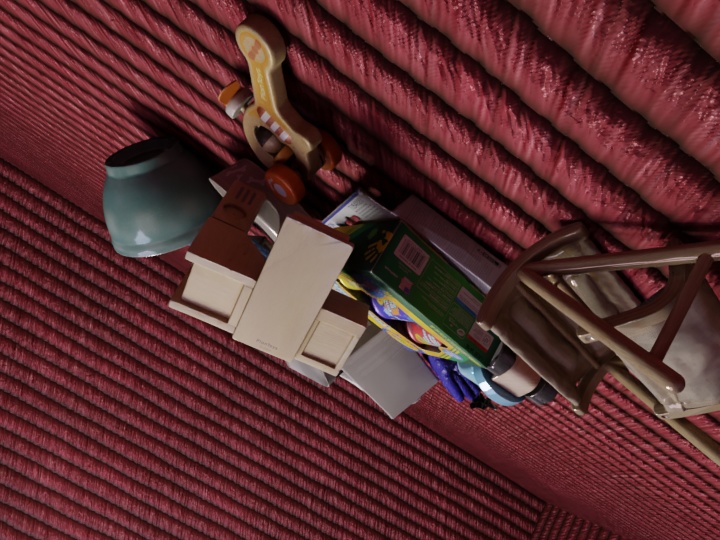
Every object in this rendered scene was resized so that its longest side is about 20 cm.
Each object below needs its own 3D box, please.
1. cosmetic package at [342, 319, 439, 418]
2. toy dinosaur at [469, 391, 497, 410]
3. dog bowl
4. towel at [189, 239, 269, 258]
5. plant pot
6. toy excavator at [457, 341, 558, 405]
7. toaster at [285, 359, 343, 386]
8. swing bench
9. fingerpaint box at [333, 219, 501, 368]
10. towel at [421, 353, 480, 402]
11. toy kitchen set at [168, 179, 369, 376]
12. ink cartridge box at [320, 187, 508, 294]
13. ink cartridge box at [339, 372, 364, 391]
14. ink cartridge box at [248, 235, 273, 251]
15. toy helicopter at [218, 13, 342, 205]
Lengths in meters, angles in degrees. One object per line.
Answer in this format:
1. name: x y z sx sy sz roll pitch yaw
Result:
1. cosmetic package: 0.033 0.139 0.924 0.090 0.107 0.200 51 177 43
2. toy dinosaur: 0.219 0.192 1.119 0.199 0.103 0.136 19 -170 -34
3. dog bowl: -0.126 -0.078 0.844 0.200 0.059 0.200 43 172 8
4. towel: -0.203 -0.028 0.955 0.199 0.049 0.112 18 162 43
5. plant pot: -0.324 -0.132 0.934 0.199 0.200 0.135 18 134 40
6. toy excavator: 0.178 0.113 0.834 0.100 0.195 0.200 34 137 -15
7. toaster: -0.077 0.123 1.205 0.199 0.181 0.119 16 137 44
8. swing bench: 0.249 0.064 0.521 0.199 0.130 0.200 39 169 -31
9. fingerpaint box: 0.055 0.031 0.722 0.200 0.074 0.166 40 163 -24
10. towel: 0.115 0.129 0.997 0.200 0.049 0.148 51 -177 42
11. toy kitchen set: -0.074 -0.026 0.662 0.199 0.164 0.181 25 -149 -10
12. ink cartridge box: 0.057 -0.034 0.738 0.199 0.041 0.199 35 165 -11
13. ink cartridge box: 0.016 0.171 1.257 0.199 0.161 0.047 15 158 48
14. ink cartridge box: -0.180 0.012 1.119 0.173 0.044 0.200 6 143 47
15. toy helicopter: -0.094 -0.168 0.581 0.132 0.079 0.200 36 157 18
